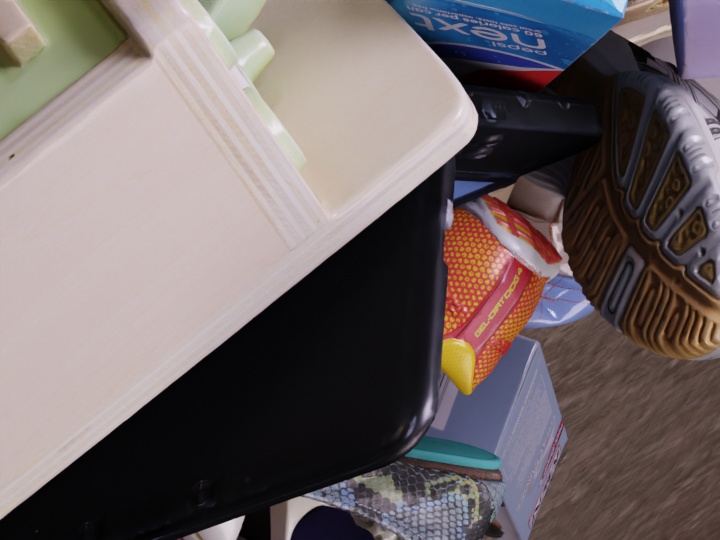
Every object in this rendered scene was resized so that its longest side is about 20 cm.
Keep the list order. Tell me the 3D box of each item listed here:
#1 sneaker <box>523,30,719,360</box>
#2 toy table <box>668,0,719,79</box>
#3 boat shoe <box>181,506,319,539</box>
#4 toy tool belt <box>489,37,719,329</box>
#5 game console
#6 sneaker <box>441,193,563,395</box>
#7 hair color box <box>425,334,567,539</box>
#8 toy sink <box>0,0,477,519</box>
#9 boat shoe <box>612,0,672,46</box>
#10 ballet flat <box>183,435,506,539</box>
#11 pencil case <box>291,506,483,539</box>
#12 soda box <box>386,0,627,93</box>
[{"bbox_3d":[0.111,-0.033,0.923,0.087,0.200,0.076,17,114,-25],"label":"sneaker"},{"bbox_3d":[0.158,-0.129,0.882,0.116,0.185,0.200,-4,-163,4],"label":"toy table"},{"bbox_3d":[-0.049,0.108,1.168,0.200,0.061,0.072,21,154,-33],"label":"boat shoe"},{"bbox_3d":[0.081,-0.024,1.119,0.199,0.125,0.123,-18,141,-40],"label":"toy tool belt"},{"bbox_3d":[-0.027,0.025,0.863,0.199,0.117,0.175,-21,169,31],"label":"game console"},{"bbox_3d":[0.000,0.000,1.002,0.077,0.073,0.200,-53,-161,-9],"label":"sneaker"},{"bbox_3d":[0.031,0.065,1.186,0.200,0.098,0.061,62,49,-73],"label":"hair color box"},{"bbox_3d":[-0.089,-0.046,0.771,0.200,0.130,0.112,-38,138,-2],"label":"toy sink"},{"bbox_3d":[0.114,-0.131,1.033,0.199,0.074,0.069,-34,163,-13],"label":"boat shoe"},{"bbox_3d":[-0.032,0.081,1.013,0.199,0.075,0.074,18,125,-27],"label":"ballet flat"},{"bbox_3d":[-0.032,0.155,1.081,0.199,0.078,0.087,-33,157,-35],"label":"pencil case"},{"bbox_3d":[0.039,-0.098,0.867,0.200,0.064,0.068,140,-34,-78],"label":"soda box"}]
